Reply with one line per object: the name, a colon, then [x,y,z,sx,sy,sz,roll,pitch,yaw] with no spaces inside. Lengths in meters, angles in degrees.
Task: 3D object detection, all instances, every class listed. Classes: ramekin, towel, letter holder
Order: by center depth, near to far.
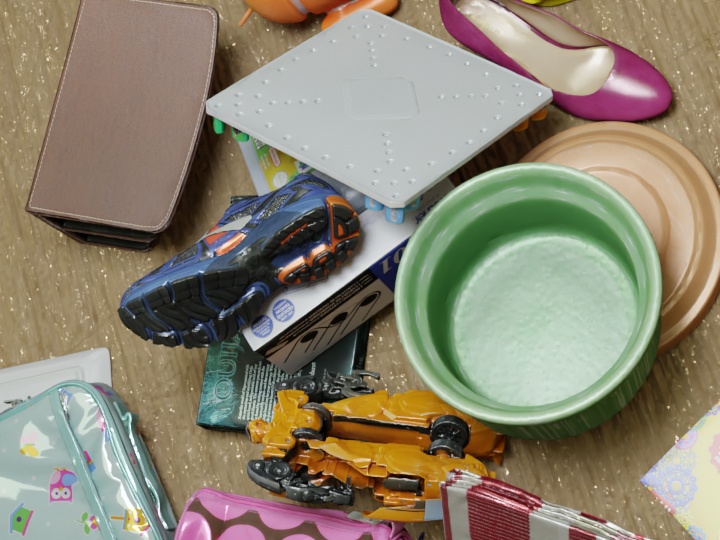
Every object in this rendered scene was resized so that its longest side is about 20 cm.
towel: [0.154,0.216,1.339,0.199,0.145,0.023,17,53,20]
ramekin: [0.132,0.030,1.380,0.198,0.098,0.202,-6,69,15]
letter holder: [-0.182,-0.123,1.588,0.141,0.101,0.202,8,78,21]

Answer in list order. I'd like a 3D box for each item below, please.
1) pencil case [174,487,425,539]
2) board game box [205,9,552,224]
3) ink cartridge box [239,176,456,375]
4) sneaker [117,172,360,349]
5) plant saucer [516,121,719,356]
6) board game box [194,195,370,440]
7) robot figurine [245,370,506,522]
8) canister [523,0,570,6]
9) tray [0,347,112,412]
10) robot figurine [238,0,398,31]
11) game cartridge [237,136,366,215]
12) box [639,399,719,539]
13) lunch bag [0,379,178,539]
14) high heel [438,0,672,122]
pencil case: [-0.055,0.223,1.448,0.198,0.091,0.094,6,112,20]
board game box: [0.015,-0.125,1.442,0.199,0.026,0.200,28,46,30]
ink cartridge box: [0.000,0.000,1.456,0.199,0.094,0.044,-37,69,4]
sneaker: [-0.095,-0.008,1.412,0.199,0.076,0.079,-26,37,3]
plant saucer: [0.190,-0.023,1.454,0.199,0.032,0.202,-6,73,19]
board game box: [-0.058,0.038,1.531,0.134,0.028,0.202,4,77,20]
robot figurine: [0.009,0.140,1.421,0.198,0.059,0.145,5,37,10]
canister: [0.161,-0.298,1.449,0.148,0.200,0.087,-17,69,15]
tray: [-0.307,0.135,1.605,0.199,0.022,0.108,-13,72,17]
robot figurine: [-0.032,-0.284,1.566,0.199,0.144,0.117,-22,51,14]
game cartridge: [-0.031,-0.106,1.516,0.133,0.041,0.201,-32,41,6]
box: [0.317,0.186,1.257,0.122,0.193,0.200,-45,64,4]
lunch bag: [-0.238,0.193,1.518,0.160,0.077,0.201,-29,78,13]
high heel: [0.152,-0.175,1.475,0.199,0.096,0.068,20,83,25]
